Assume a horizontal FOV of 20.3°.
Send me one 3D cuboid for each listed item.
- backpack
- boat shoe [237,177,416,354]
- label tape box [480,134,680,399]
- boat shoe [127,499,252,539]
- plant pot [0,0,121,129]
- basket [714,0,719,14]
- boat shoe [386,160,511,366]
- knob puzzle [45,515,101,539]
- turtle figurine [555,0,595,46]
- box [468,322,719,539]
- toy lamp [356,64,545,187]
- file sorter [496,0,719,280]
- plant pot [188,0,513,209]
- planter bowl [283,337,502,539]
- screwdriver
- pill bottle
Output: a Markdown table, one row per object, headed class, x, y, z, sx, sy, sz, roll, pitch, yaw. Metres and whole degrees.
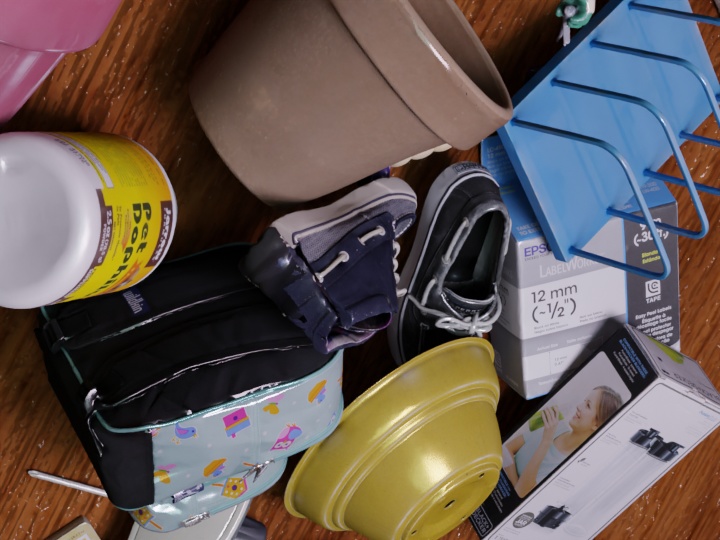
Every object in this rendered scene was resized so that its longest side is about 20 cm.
| class | x | y | z | sx | sy | sz | roll | pitch | yaw |
| --- | --- | --- | --- | --- | --- | --- | --- | --- | --- |
| backpack | -0.109 | 0.075 | 1.420 | 0.198 | 0.176 | 0.154 | -23 | 133 | -16 |
| boat shoe | 0.000 | 0.000 | 1.398 | 0.075 | 0.093 | 0.199 | -48 | 167 | 33 |
| label tape box | 0.173 | -0.016 | 1.571 | 0.142 | 0.066 | 0.202 | -14 | 117 | -19 |
| boat shoe | -0.138 | 0.220 | 1.514 | 0.201 | 0.073 | 0.062 | -58 | 156 | -1 |
| plant pot | -0.266 | -0.163 | 1.254 | 0.199 | 0.201 | 0.180 | 19 | 118 | -29 |
| basket | 0.325 | -0.250 | 1.507 | 0.123 | 0.136 | 0.201 | -32 | 120 | -4 |
| boat shoe | 0.074 | 0.018 | 1.515 | 0.073 | 0.068 | 0.201 | -2 | 128 | -27 |
| knob puzzle | -0.236 | 0.314 | 1.540 | 0.218 | 0.030 | 0.222 | -9 | 114 | -21 |
| turtle figurine | 0.120 | -0.255 | 1.424 | 0.101 | 0.149 | 0.200 | -52 | 163 | -19 |
| box | 0.183 | 0.142 | 1.595 | 0.200 | 0.060 | 0.116 | -45 | 139 | 19 |
| toy lamp | 0.088 | -0.110 | 1.502 | 0.198 | 0.058 | 0.059 | -17 | 117 | -14 |
| file sorter | 0.222 | -0.110 | 1.470 | 0.200 | 0.122 | 0.139 | -44 | 126 | -21 |
| plant pot | -0.021 | -0.137 | 1.380 | 0.174 | 0.201 | 0.200 | -35 | 122 | 13 |
| planter bowl | 0.046 | 0.148 | 1.511 | 0.200 | 0.084 | 0.201 | -33 | 156 | -17 |
| screwdriver | -0.158 | 0.180 | 1.522 | 0.199 | 0.029 | 0.028 | 18 | 102 | -30 |
| pill bottle | -0.189 | -0.036 | 1.321 | 0.108 | 0.200 | 0.111 | 1 | 94 | 14 |
